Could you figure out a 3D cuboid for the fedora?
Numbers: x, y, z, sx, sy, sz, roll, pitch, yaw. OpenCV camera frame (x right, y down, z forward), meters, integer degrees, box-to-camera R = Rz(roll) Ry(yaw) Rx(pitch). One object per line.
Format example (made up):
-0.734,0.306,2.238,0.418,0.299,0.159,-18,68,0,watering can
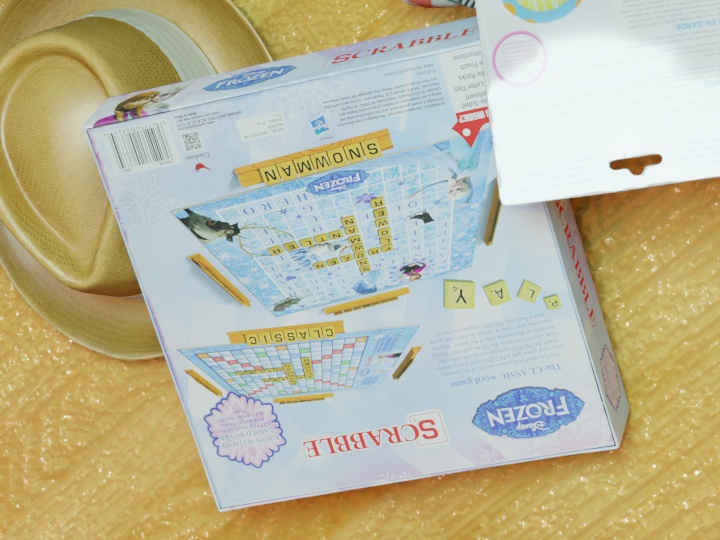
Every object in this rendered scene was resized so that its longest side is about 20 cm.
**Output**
-0.127,-0.054,1.286,0.199,0.082,0.202,3,97,26,fedora

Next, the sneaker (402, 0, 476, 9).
0.029,-0.212,1.182,0.093,0.070,0.201,0,93,60,sneaker

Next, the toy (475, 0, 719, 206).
0.105,-0.131,1.123,0.114,0.047,0.201,-8,85,8,toy

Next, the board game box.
0.000,0.000,1.205,0.199,0.041,0.201,-10,111,19,board game box
